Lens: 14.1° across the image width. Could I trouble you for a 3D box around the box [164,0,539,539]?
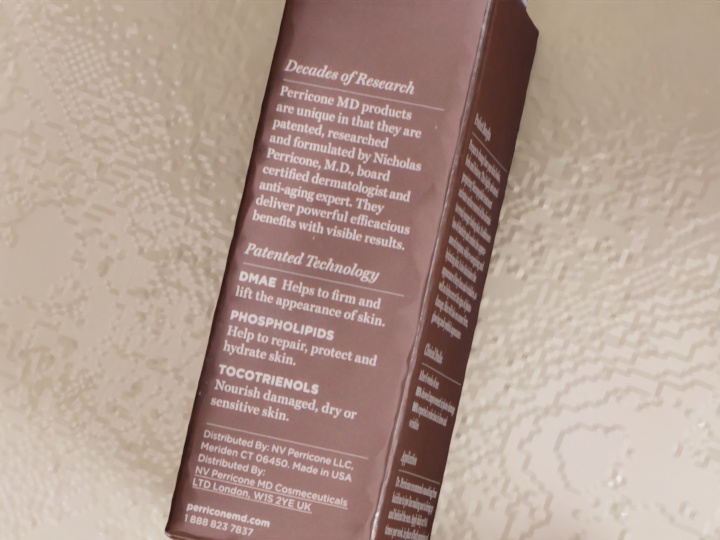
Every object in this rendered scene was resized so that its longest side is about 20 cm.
[{"bbox_3d":[0.000,0.000,0.953,0.075,0.100,0.201,13,85,12],"label":"box"}]
